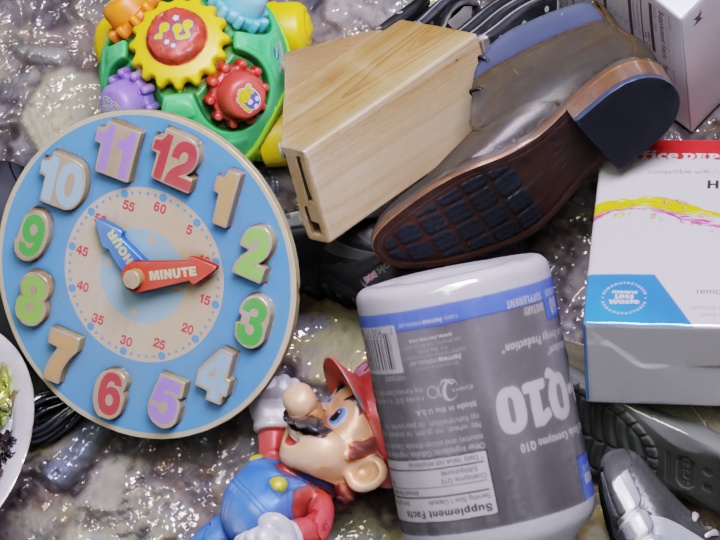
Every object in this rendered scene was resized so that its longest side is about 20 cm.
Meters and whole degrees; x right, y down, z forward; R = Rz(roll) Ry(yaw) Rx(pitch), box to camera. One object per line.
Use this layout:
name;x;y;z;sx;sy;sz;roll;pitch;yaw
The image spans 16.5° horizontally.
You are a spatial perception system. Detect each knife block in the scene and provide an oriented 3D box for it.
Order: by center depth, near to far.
knife block;0.043;-0.106;1.504;0.175;0.064;0.200;-13;28;7

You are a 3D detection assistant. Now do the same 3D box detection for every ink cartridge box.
ink cartridge box;0.194;-0.014;1.452;0.116;0.067;0.200;1;44;10

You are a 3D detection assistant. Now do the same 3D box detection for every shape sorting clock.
shape sorting clock;-0.130;0.003;1.484;0.199;0.039;0.201;3;97;21

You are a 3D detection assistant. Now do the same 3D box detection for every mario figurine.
mario figurine;-0.055;0.118;1.459;0.200;0.106;0.123;-43;65;-7

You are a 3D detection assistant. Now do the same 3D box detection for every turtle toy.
turtle toy;-0.106;-0.107;1.562;0.145;0.101;0.201;-4;68;8

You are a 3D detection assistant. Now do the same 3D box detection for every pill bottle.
pill bottle;0.070;0.098;1.406;0.113;0.114;0.201;-11;93;5

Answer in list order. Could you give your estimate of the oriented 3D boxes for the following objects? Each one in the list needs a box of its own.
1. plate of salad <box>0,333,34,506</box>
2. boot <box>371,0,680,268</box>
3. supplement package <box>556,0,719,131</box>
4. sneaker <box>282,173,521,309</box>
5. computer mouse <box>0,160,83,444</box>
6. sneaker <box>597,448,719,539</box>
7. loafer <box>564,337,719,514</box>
plate of salad;-0.289;0.109;1.509;0.199;0.048;0.201;-16;50;19
boot;0.087;-0.080;1.470;0.200;0.075;0.097;-29;43;9
supplement package;0.178;-0.225;1.536;0.152;0.151;0.200;-44;67;-10
sneaker;0.000;0.000;1.517;0.199;0.076;0.088;-14;82;12
computer mouse;-0.187;-0.002;1.562;0.140;0.046;0.201;-22;65;2
sneaker;0.219;0.179;1.409;0.115;0.075;0.201;-23;75;-5
loafer;0.184;0.089;1.455;0.200;0.075;0.070;24;49;19
